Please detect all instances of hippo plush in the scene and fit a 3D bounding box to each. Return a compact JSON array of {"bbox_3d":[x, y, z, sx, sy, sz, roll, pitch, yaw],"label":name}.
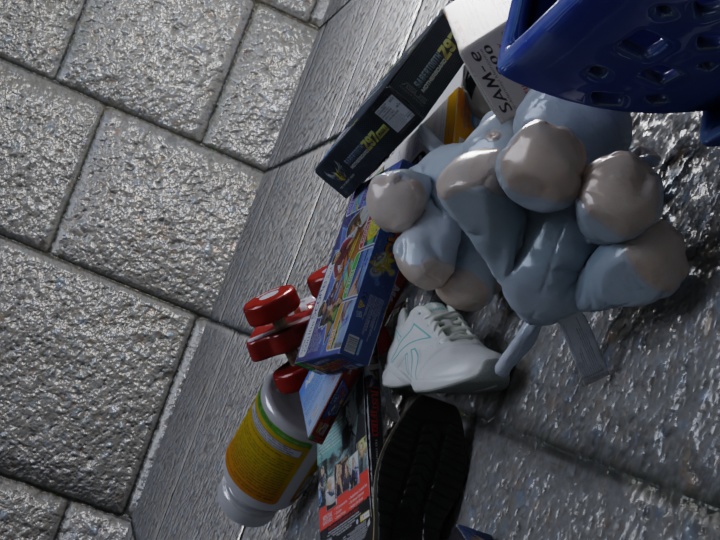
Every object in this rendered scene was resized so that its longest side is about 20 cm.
[{"bbox_3d":[0.121,-0.069,1.048,0.160,0.160,0.200,-31,10,33],"label":"hippo plush"},{"bbox_3d":[0.163,-0.049,0.827,0.158,0.202,0.161,2,41,34],"label":"hippo plush"}]

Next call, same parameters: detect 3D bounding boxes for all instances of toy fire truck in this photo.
[{"bbox_3d":[-0.043,0.050,1.424,0.198,0.113,0.168,-23,12,9],"label":"toy fire truck"}]

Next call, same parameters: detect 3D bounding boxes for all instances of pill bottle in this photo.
[{"bbox_3d":[-0.105,0.225,1.481,0.112,0.110,0.201,-85,22,-53],"label":"pill bottle"}]

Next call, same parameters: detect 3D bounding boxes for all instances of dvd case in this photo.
[{"bbox_3d":[-0.011,0.193,1.239,0.146,0.022,0.203,131,141,-55],"label":"dvd case"}]

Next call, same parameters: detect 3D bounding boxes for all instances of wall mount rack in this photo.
[{"bbox_3d":[0.054,0.050,1.219,0.200,0.074,0.176,-44,24,61],"label":"wall mount rack"}]

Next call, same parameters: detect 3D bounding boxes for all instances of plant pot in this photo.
[{"bbox_3d":[0.215,-0.201,0.710,0.200,0.178,0.202,137,152,-63],"label":"plant pot"}]

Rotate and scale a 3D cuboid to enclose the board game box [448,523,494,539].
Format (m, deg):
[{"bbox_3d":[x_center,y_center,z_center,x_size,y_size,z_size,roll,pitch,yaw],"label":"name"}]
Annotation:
[{"bbox_3d":[0.077,0.277,0.823,0.200,0.034,0.137,-134,66,-76],"label":"board game box"}]

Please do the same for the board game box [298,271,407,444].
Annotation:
[{"bbox_3d":[-0.009,0.068,1.227,0.202,0.019,0.103,-63,18,17],"label":"board game box"}]

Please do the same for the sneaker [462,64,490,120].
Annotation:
[{"bbox_3d":[0.151,-0.259,1.207,0.130,0.079,0.201,79,-147,-59],"label":"sneaker"}]

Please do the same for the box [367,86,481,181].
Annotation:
[{"bbox_3d":[0.056,-0.089,1.277,0.200,0.041,0.120,-46,26,43],"label":"box"}]

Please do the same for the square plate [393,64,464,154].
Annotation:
[{"bbox_3d":[0.096,-0.214,1.396,0.200,0.028,0.200,131,156,-56],"label":"square plate"}]

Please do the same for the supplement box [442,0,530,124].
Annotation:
[{"bbox_3d":[0.171,-0.217,0.958,0.198,0.074,0.126,-31,25,13],"label":"supplement box"}]

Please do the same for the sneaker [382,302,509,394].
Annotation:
[{"bbox_3d":[0.069,0.068,1.054,0.200,0.069,0.082,178,96,-68],"label":"sneaker"}]

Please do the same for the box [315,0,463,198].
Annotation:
[{"bbox_3d":[0.043,-0.177,1.205,0.158,0.051,0.200,-55,8,-29],"label":"box"}]

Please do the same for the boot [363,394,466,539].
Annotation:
[{"bbox_3d":[0.026,0.220,1.052,0.138,0.077,0.202,129,160,-65],"label":"boot"}]

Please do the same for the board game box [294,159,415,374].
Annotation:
[{"bbox_3d":[0.000,0.000,1.189,0.135,0.034,0.202,-20,49,68],"label":"board game box"}]
